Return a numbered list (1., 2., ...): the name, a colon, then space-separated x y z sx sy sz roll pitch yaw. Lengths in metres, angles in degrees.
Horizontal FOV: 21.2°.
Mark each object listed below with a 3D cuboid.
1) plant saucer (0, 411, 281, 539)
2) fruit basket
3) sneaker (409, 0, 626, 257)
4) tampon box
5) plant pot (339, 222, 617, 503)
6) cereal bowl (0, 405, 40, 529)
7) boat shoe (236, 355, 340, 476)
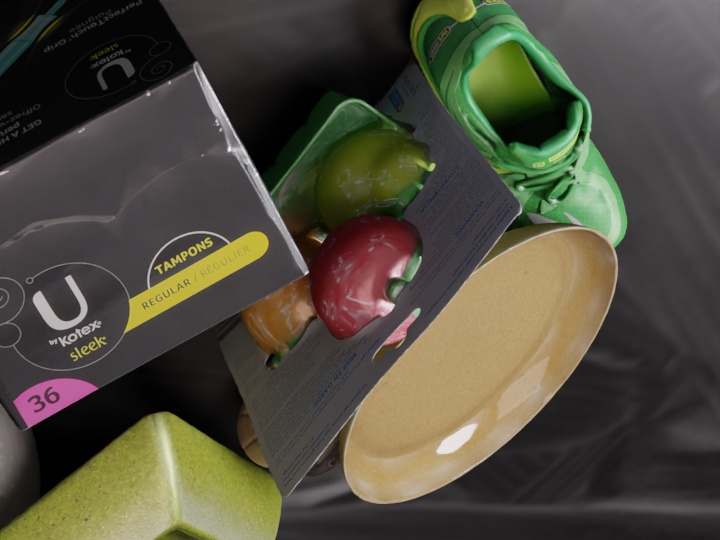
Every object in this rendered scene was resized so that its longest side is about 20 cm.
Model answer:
1. plant saucer: -0.141 0.177 1.074 0.200 0.048 0.200 -38 155 3
2. fruit basket: 0.000 0.000 0.989 0.094 0.200 0.185 31 104 -32
3. sneaker: 0.091 -0.069 1.055 0.074 0.084 0.200 -37 126 2
4. tampon box: -0.139 -0.054 0.900 0.150 0.200 0.126 -29 125 -3
5. plant pot: 0.062 0.048 1.077 0.200 0.027 0.200 -33 149 -22
6. cereal bowl: -0.267 0.134 1.034 0.200 0.083 0.200 -10 121 -16
7. boat shoe: 0.012 0.037 1.101 0.200 0.072 0.065 -51 143 5
